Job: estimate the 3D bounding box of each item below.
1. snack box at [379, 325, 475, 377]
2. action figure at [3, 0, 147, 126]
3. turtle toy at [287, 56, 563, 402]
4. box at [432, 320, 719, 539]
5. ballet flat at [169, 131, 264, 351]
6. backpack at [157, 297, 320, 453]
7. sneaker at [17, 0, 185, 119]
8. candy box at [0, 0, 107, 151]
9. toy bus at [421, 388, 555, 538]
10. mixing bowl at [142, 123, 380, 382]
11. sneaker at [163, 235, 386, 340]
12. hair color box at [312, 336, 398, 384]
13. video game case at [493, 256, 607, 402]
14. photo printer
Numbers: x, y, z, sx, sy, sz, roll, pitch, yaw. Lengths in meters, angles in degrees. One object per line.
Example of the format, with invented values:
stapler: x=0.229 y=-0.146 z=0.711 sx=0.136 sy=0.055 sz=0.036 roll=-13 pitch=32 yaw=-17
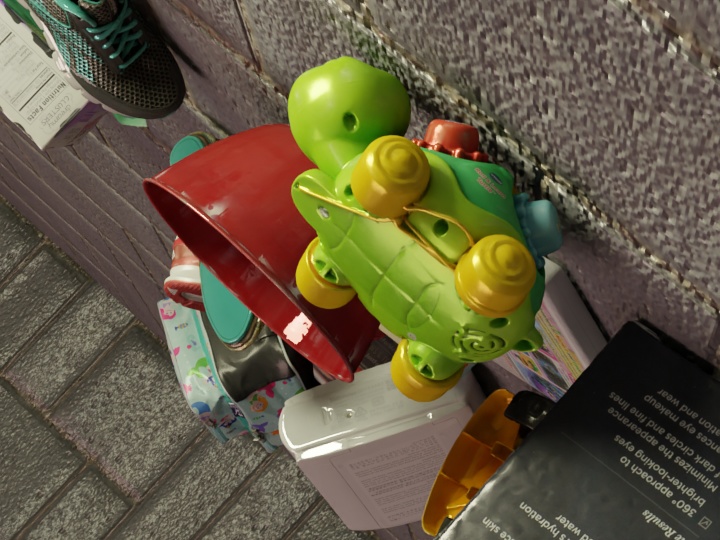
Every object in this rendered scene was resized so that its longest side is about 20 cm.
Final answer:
snack box: x=0.000 y=0.000 z=1.465 sx=0.200 sy=0.037 sz=0.116 roll=37 pitch=169 yaw=33
action figure: x=-0.241 y=-0.205 z=1.514 sx=0.118 sy=0.055 sz=0.200 roll=38 pitch=172 yaw=39
turtle toy: x=0.030 y=-0.032 z=1.033 sx=0.200 sy=0.101 sz=0.146 roll=45 pitch=147 yaw=7
box: x=0.169 y=0.171 z=1.047 sx=0.197 sy=0.200 sz=0.118 roll=37 pitch=168 yaw=35
ballet flat: x=-0.099 y=-0.023 z=1.521 sx=0.071 sy=0.070 sz=0.201 roll=63 pitch=-173 yaw=-62
backpack: x=-0.105 y=0.088 z=1.902 sx=0.200 sy=0.150 sz=0.178 roll=47 pitch=-161 yaw=-57
sneaker: x=-0.196 y=-0.184 z=1.382 sx=0.200 sy=0.078 sz=0.091 roll=47 pitch=166 yaw=-26
candy box: x=-0.314 y=-0.200 z=1.674 sx=0.200 sy=0.072 sz=0.168 roll=44 pitch=-176 yaw=-3
toy bus: x=0.174 y=0.197 z=1.380 sx=0.192 sy=0.136 sz=0.200 roll=34 pitch=174 yaw=-36
mixing bowl: x=-0.044 y=-0.029 z=1.316 sx=0.200 sy=0.108 sz=0.200 roll=41 pitch=169 yaw=10
sneaker: x=-0.060 y=-0.013 z=1.594 sx=0.199 sy=0.116 sz=0.078 roll=15 pitch=158 yaw=-20
hair color box: x=0.013 y=0.096 z=1.738 sx=0.111 sy=0.064 sz=0.200 roll=42 pitch=169 yaw=10
video game case: x=0.100 y=0.027 z=1.232 sx=0.182 sy=0.024 sz=0.200 roll=33 pitch=165 yaw=45
photo printer: x=0.038 y=0.150 z=1.598 sx=0.200 sy=0.166 sz=0.070 roll=58 pitch=-164 yaw=-57
